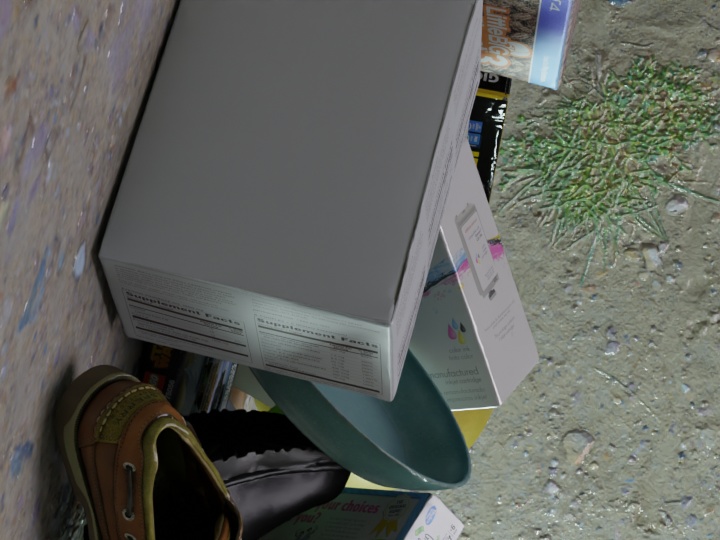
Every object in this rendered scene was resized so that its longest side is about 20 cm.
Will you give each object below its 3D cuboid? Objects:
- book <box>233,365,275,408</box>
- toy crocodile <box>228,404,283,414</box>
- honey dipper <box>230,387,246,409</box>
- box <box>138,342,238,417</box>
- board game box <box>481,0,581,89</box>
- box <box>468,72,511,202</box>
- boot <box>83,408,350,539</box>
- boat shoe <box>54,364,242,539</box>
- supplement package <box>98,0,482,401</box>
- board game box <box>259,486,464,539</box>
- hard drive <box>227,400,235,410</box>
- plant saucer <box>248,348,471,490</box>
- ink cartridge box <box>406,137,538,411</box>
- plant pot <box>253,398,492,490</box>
[{"bbox_3d":[-0.008,0.034,1.563,0.200,0.133,0.048,-49,166,-49],"label":"book"},{"bbox_3d":[-0.090,0.155,1.371,0.200,0.067,0.062,-53,170,-14],"label":"toy crocodile"},{"bbox_3d":[-0.090,0.091,1.625,0.038,0.038,0.201,92,11,-66],"label":"honey dipper"},{"bbox_3d":[-0.088,0.001,1.383,0.137,0.040,0.201,77,28,-76],"label":"box"},{"bbox_3d":[0.037,-0.202,1.316,0.160,0.199,0.097,86,19,-71],"label":"board game box"},{"bbox_3d":[0.022,-0.094,1.632,0.200,0.159,0.050,97,2,-56],"label":"box"},{"bbox_3d":[-0.091,0.167,1.286,0.211,0.079,0.159,-5,109,-45],"label":"boot"},{"bbox_3d":[-0.097,0.140,1.156,0.072,0.068,0.200,-46,136,-25],"label":"boat shoe"},{"bbox_3d":[-0.032,-0.057,1.187,0.111,0.155,0.201,87,18,-66],"label":"supplement package"},{"bbox_3d":[-0.042,0.193,1.358,0.200,0.034,0.135,-3,-132,53],"label":"board game box"},{"bbox_3d":[-0.126,0.182,1.495,0.140,0.033,0.201,79,26,-78],"label":"hard drive"},{"bbox_3d":[-0.016,0.058,1.302,0.036,0.200,0.200,-43,-177,15],"label":"plant saucer"},{"bbox_3d":[0.023,-0.012,1.409,0.067,0.116,0.201,-41,117,-51],"label":"ink cartridge box"},{"bbox_3d":[0.014,0.082,1.679,0.142,0.199,0.201,-101,-156,-81],"label":"plant pot"}]
